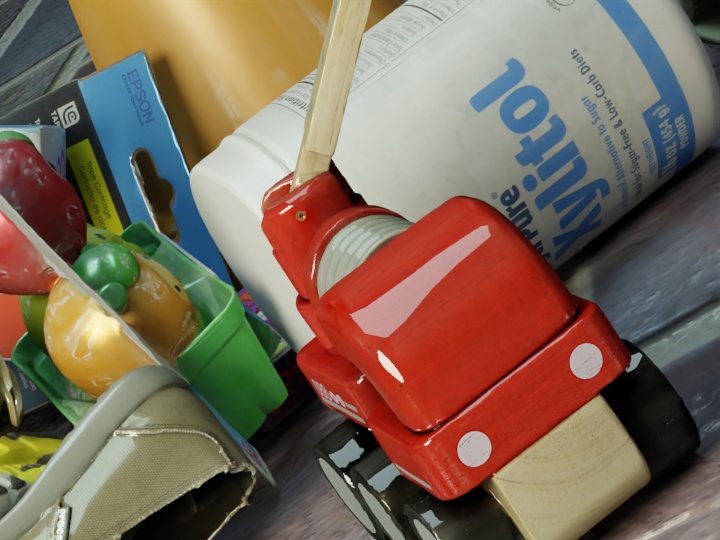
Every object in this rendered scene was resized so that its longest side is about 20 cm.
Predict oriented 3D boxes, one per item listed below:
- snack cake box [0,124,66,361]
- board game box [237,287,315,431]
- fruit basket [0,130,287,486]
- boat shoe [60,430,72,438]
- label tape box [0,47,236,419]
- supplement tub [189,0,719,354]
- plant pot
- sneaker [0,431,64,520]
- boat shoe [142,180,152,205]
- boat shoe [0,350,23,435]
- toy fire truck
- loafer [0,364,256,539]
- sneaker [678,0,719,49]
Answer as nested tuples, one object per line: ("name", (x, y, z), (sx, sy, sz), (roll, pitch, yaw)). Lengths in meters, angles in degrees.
("snack cake box", (-0.247, -0.015, 1.319), (0.199, 0.116, 0.067), (1, 3, 4))
("board game box", (0.000, 0.000, 1.269), (0.200, 0.032, 0.120), (-40, 14, -19))
("fruit basket", (-0.122, -0.005, 1.142), (0.094, 0.200, 0.185), (-40, 26, -9))
("boat shoe", (-0.200, 0.126, 1.222), (0.199, 0.068, 0.072), (-32, 15, 7))
("label tape box", (-0.153, -0.011, 1.381), (0.199, 0.145, 0.063), (-23, -5, 23))
("supplement tub", (0.042, -0.050, 1.143), (0.200, 0.132, 0.132), (-38, 16, -13))
("plant pot", (-0.054, -0.108, 1.417), (0.199, 0.184, 0.200), (-31, 15, 9))
("sneaker", (-0.162, 0.114, 1.057), (0.074, 0.085, 0.199), (22, 10, 35))
("boat shoe", (-0.133, -0.008, 1.498), (0.071, 0.065, 0.200), (-21, 20, 40))
("boat shoe", (-0.175, 0.043, 1.150), (0.062, 0.074, 0.200), (-8, -7, -10))
("toy fire truck", (0.019, -0.009, 0.930), (0.128, 0.201, 0.176), (-37, 15, -9))
("loafer", (-0.111, 0.126, 1.016), (0.069, 0.075, 0.200), (27, 70, 26))
("sneaker", (0.175, -0.144, 1.270), (0.090, 0.067, 0.200), (-34, 17, -20))
